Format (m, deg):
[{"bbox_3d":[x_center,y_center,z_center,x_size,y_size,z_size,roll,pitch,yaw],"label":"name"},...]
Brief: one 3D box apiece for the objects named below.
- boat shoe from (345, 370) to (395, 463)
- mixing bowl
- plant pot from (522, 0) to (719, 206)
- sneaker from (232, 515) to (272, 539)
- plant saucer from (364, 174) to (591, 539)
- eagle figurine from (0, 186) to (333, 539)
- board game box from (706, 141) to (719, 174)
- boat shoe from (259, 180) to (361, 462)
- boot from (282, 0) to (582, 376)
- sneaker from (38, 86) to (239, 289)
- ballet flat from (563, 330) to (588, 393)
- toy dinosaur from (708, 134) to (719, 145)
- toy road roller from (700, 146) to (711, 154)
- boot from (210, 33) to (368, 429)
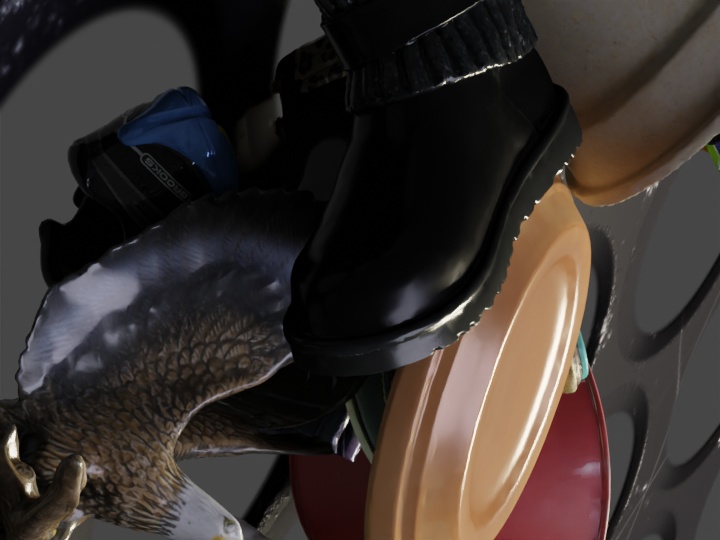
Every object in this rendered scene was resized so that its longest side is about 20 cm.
[{"bbox_3d":[0.037,0.003,1.256,0.073,0.062,0.201,11,78,-28],"label":"boat shoe"},{"bbox_3d":[0.032,0.104,1.406,0.108,0.200,0.201,-4,122,-30],"label":"mixing bowl"},{"bbox_3d":[0.094,-0.162,1.187,0.201,0.183,0.201,-48,-165,18],"label":"plant pot"},{"bbox_3d":[-0.029,0.196,1.467,0.075,0.087,0.200,-62,158,-4],"label":"sneaker"},{"bbox_3d":[0.058,0.048,1.178,0.200,0.037,0.201,20,90,-74],"label":"plant saucer"},{"bbox_3d":[-0.090,0.065,1.093,0.200,0.151,0.151,-50,120,-43],"label":"eagle figurine"},{"bbox_3d":[0.213,-0.091,1.236,0.200,0.045,0.135,-88,-165,-74],"label":"board game box"},{"bbox_3d":[0.000,0.000,1.317,0.200,0.093,0.075,-63,157,-3],"label":"boat shoe"},{"bbox_3d":[0.008,-0.073,1.047,0.211,0.079,0.158,-57,134,-47],"label":"boot"},{"bbox_3d":[-0.100,-0.003,1.150,0.083,0.071,0.200,-17,148,-17],"label":"sneaker"},{"bbox_3d":[0.061,0.001,1.351,0.200,0.070,0.071,-109,-165,-52],"label":"ballet flat"},{"bbox_3d":[0.136,-0.088,1.322,0.200,0.047,0.088,-34,-147,25],"label":"toy dinosaur"},{"bbox_3d":[0.202,-0.130,1.548,0.200,0.146,0.123,-34,143,-50],"label":"toy road roller"},{"bbox_3d":[-0.025,-0.019,1.235,0.200,0.073,0.151,-35,-136,51],"label":"boot"}]
